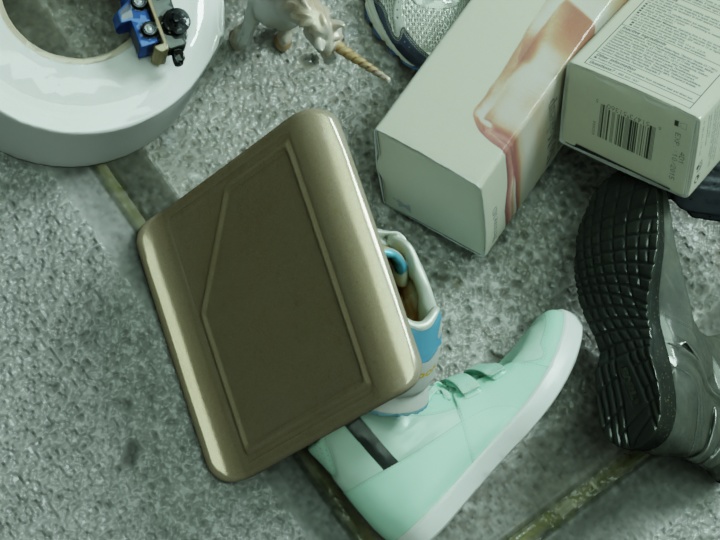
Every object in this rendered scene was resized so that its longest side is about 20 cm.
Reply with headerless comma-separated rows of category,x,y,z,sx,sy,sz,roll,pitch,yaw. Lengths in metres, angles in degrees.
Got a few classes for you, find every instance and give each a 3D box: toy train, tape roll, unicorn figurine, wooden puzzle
toy train,-0.160,-0.221,1.681,0.046,0.034,0.201,-20,79,-15
tape roll,-0.192,-0.173,1.715,0.201,0.071,0.204,4,72,-13
unicorn figurine,-0.044,-0.195,1.721,0.073,0.137,0.202,-3,75,-15
wooden puzzle,-0.051,0.018,1.640,0.037,0.200,0.186,-8,75,-44

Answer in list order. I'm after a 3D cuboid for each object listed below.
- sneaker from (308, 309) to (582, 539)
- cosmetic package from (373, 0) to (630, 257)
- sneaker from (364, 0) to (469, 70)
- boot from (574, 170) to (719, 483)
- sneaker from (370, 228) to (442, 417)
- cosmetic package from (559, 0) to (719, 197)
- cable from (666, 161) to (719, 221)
sneaker,0.054,0.074,1.697,0.118,0.074,0.201,43,71,-5
cosmetic package,0.100,-0.124,1.746,0.087,0.104,0.200,29,69,18
sneaker,0.043,-0.236,1.783,0.076,0.085,0.202,-2,75,-14
boot,0.209,0.039,1.743,0.130,0.067,0.202,18,65,-48
sneaker,0.000,0.000,1.674,0.076,0.081,0.200,-8,43,-27
cosmetic package,0.227,-0.145,1.749,0.105,0.071,0.200,26,47,23
cable,0.289,-0.092,1.790,0.198,0.051,0.164,5,48,7
